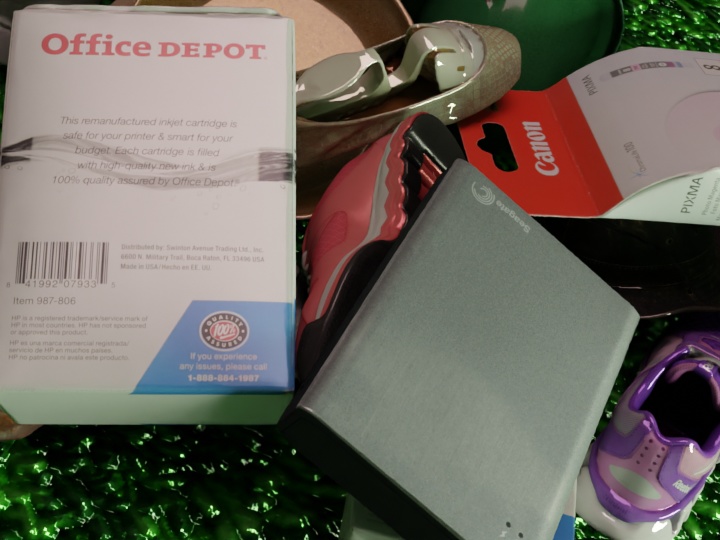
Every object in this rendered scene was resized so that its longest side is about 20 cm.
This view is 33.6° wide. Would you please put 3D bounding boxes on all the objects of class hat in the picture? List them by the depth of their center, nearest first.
[{"bbox_3d":[0.182,-0.042,0.790,0.200,0.081,0.201,7,25,-3],"label":"hat"},{"bbox_3d":[0.093,-0.104,0.826,0.165,0.200,0.176,26,45,-23],"label":"hat"}]

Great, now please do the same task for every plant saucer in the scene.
[{"bbox_3d":[-0.056,-0.124,0.777,0.199,0.035,0.201,3,75,-12],"label":"plant saucer"}]

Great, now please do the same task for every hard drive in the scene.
[{"bbox_3d":[0.059,0.049,0.609,0.139,0.033,0.200,40,47,-7],"label":"hard drive"}]

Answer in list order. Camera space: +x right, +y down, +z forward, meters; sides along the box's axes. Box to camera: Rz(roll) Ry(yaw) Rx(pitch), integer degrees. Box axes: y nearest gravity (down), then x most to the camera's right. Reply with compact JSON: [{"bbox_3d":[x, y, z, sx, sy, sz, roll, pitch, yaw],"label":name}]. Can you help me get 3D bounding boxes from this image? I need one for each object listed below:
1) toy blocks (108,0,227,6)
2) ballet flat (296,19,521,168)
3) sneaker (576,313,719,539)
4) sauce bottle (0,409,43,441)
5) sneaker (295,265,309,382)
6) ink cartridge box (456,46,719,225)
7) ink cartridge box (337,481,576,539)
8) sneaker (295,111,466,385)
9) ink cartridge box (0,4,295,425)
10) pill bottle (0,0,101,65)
[{"bbox_3d":[-0.135,-0.108,0.816,0.200,0.100,0.137,35,59,11],"label":"toy blocks"},{"bbox_3d":[0.023,-0.117,0.737,0.200,0.062,0.068,-26,65,-19],"label":"ballet flat"},{"bbox_3d":[0.198,0.074,0.711,0.080,0.089,0.200,29,44,18],"label":"sneaker"},{"bbox_3d":[-0.217,0.066,0.634,0.199,0.066,0.066,-4,47,-20],"label":"sauce bottle"},{"bbox_3d":[-0.085,-0.010,0.704,0.199,0.116,0.075,19,44,5],"label":"sneaker"},{"bbox_3d":[0.166,-0.089,0.743,0.199,0.057,0.163,7,34,-10],"label":"ink cartridge box"},{"bbox_3d":[0.059,0.093,0.672,0.116,0.067,0.200,14,44,0],"label":"ink cartridge box"},{"bbox_3d":[0.000,0.000,0.681,0.074,0.087,0.200,46,47,-27],"label":"sneaker"},{"bbox_3d":[-0.105,-0.027,0.610,0.144,0.084,0.201,1,72,-4],"label":"ink cartridge box"},{"bbox_3d":[-0.218,-0.248,0.835,0.119,0.200,0.120,32,21,-13],"label":"pill bottle"}]
